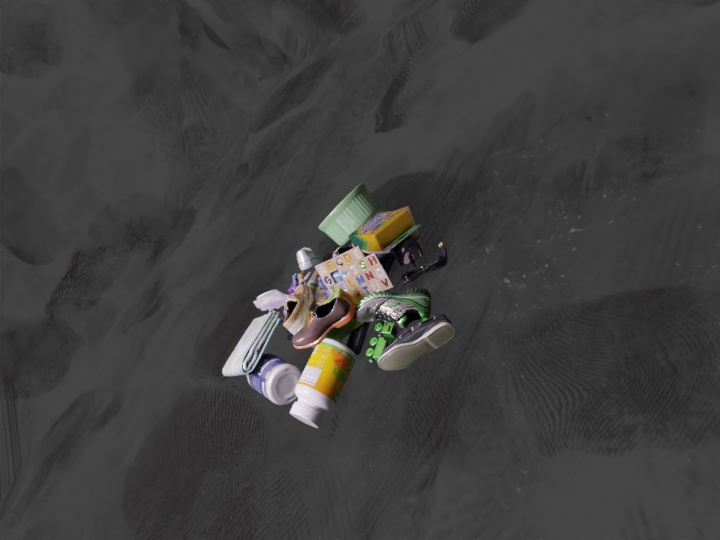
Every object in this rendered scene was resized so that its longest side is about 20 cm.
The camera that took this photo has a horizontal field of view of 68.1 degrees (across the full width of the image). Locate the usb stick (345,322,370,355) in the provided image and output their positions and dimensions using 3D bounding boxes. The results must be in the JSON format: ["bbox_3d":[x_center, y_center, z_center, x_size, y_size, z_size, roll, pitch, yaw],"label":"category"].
[{"bbox_3d":[0.005,0.139,1.445,0.055,0.032,0.202,-20,42,47],"label":"usb stick"}]

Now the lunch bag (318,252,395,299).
[{"bbox_3d":[0.000,0.000,1.513,0.149,0.095,0.200,-11,23,35],"label":"lunch bag"}]

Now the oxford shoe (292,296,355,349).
[{"bbox_3d":[-0.109,0.127,1.343,0.199,0.072,0.072,-37,39,20],"label":"oxford shoe"}]

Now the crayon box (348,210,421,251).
[{"bbox_3d":[0.063,-0.111,1.478,0.125,0.052,0.199,-38,19,-19],"label":"crayon box"}]

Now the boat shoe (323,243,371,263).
[{"bbox_3d":[-0.054,-0.052,1.681,0.198,0.067,0.073,-7,52,48],"label":"boat shoe"}]

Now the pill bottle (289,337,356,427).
[{"bbox_3d":[-0.097,0.283,1.341,0.110,0.111,0.202,-1,55,49],"label":"pill bottle"}]

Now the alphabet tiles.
[{"bbox_3d":[-0.011,0.029,1.400,0.198,0.169,0.008,-22,13,38],"label":"alphabet tiles"}]

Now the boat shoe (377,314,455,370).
[{"bbox_3d":[0.125,0.162,1.241,0.198,0.074,0.067,-36,32,18],"label":"boat shoe"}]

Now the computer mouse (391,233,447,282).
[{"bbox_3d":[0.152,-0.062,1.427,0.138,0.046,0.201,-22,39,5],"label":"computer mouse"}]

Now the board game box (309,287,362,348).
[{"bbox_3d":[-0.077,0.140,1.434,0.200,0.101,0.048,-42,25,35],"label":"board game box"}]

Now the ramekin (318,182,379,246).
[{"bbox_3d":[-0.031,-0.171,1.684,0.200,0.098,0.200,-45,3,3],"label":"ramekin"}]

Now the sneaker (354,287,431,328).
[{"bbox_3d":[0.078,0.099,1.312,0.197,0.078,0.086,-10,52,11],"label":"sneaker"}]

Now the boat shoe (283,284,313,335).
[{"bbox_3d":[-0.176,0.097,1.477,0.074,0.066,0.201,-46,25,22],"label":"boat shoe"}]

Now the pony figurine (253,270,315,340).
[{"bbox_3d":[-0.205,0.116,1.630,0.192,0.166,0.201,-35,51,10],"label":"pony figurine"}]

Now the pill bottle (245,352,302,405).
[{"bbox_3d":[-0.255,0.299,1.511,0.199,0.111,0.112,11,64,53],"label":"pill bottle"}]

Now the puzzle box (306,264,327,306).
[{"bbox_3d":[-0.104,0.051,1.671,0.199,0.025,0.134,10,64,53],"label":"puzzle box"}]

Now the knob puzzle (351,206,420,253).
[{"bbox_3d":[0.070,-0.103,1.586,0.216,0.031,0.221,-15,37,12],"label":"knob puzzle"}]

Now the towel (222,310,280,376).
[{"bbox_3d":[-0.312,0.215,1.536,0.171,0.048,0.202,-26,30,57],"label":"towel"}]

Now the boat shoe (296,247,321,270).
[{"bbox_3d":[-0.170,-0.043,1.734,0.072,0.068,0.200,-20,2,-4],"label":"boat shoe"}]

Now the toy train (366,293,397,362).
[{"bbox_3d":[0.070,0.144,1.358,0.056,0.042,0.202,-1,55,37],"label":"toy train"}]
